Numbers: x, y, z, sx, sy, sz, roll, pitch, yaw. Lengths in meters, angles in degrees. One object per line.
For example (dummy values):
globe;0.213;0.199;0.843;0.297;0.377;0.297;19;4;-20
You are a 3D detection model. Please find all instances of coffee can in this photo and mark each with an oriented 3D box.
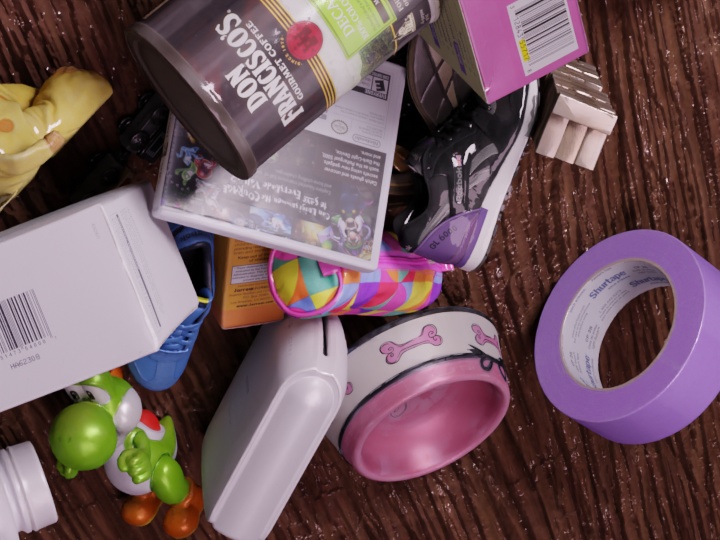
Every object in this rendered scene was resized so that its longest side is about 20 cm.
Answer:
coffee can;-0.060;-0.189;1.429;0.200;0.146;0.147;-41;132;-10

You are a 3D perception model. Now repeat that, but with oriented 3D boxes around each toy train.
toy train;-0.219;-0.067;1.569;0.200;0.034;0.046;-49;141;10

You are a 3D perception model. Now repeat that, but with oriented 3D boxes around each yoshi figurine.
yoshi figurine;-0.225;0.172;1.688;0.112;0.112;0.200;-27;128;1

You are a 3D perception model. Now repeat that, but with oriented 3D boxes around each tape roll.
tape roll;0.266;0.064;1.800;0.066;0.200;0.200;30;106;-39

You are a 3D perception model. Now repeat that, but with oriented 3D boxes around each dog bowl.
dog bowl;0.055;0.126;1.784;0.199;0.074;0.200;-18;146;-13

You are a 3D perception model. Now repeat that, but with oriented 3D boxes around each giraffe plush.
giraffe plush;-0.312;-0.124;1.414;0.162;0.200;0.173;44;109;-9

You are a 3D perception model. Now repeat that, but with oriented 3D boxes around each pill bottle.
pill bottle;-0.374;0.219;1.639;0.199;0.109;0.110;-19;129;-15

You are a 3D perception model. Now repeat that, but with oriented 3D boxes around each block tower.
block tower;0.180;-0.141;1.617;0.054;0.200;0.058;19;106;-4

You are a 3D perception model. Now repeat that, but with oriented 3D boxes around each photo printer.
photo printer;-0.076;0.124;1.692;0.069;0.167;0.200;23;112;-16

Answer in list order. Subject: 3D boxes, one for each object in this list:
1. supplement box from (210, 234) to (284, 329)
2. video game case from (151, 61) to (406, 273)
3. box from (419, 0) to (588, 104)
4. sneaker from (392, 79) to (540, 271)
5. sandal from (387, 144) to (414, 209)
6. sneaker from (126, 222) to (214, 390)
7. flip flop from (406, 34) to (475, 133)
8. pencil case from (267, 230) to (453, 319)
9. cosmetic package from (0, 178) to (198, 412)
supplement box;-0.095;-0.050;1.621;0.069;0.067;0.201;-9;127;-22
video game case;-0.064;-0.108;1.536;0.199;0.023;0.183;15;75;-25
box;0.078;-0.263;1.469;0.096;0.200;0.176;-28;131;-9
sneaker;0.088;-0.103;1.594;0.087;0.076;0.201;15;96;-18
sandal;0.030;-0.087;1.659;0.199;0.054;0.080;-1;168;-17
sneaker;-0.167;0.036;1.639;0.066;0.078;0.201;-5;126;-27
flip flop;0.078;-0.161;1.643;0.081;0.058;0.200;-44;147;-7
pencil case;0.000;0.000;1.651;0.200;0.088;0.089;-4;130;-59
cosmetic package;-0.252;0.024;1.460;0.199;0.200;0.123;-21;95;6
